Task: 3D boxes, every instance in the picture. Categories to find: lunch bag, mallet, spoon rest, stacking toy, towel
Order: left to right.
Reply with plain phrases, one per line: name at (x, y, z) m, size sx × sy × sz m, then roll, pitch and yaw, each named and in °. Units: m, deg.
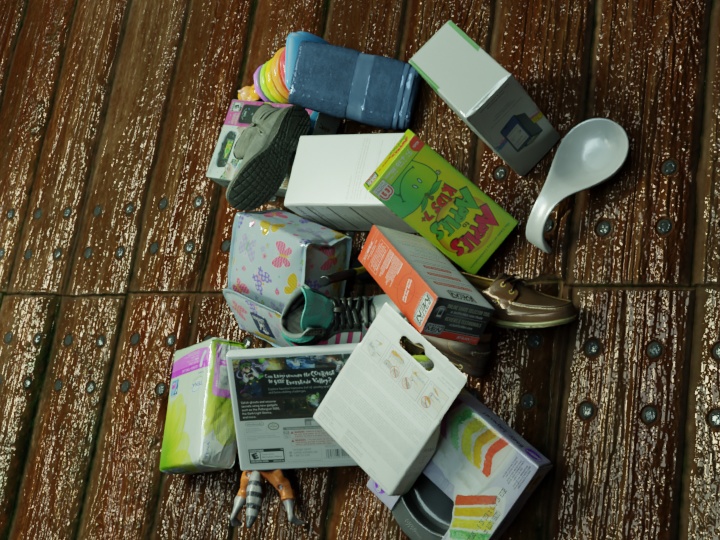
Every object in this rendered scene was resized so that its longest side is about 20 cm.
stacking toy at (-0.138, -0.319, 1.782) m, size 0.199 × 0.116 × 0.110 m, roll -12°, pitch 71°, yaw 44°
lunch bag at (-0.117, 0.025, 1.606) m, size 0.169 × 0.127 × 0.201 m, roll 24°, pitch 114°, yaw 37°
towel at (-0.010, -0.290, 1.657) m, size 0.199 × 0.049 × 0.112 m, roll 14°, pitch 81°, yaw 1°
mallet at (0.000, 0.000, 1.513) m, size 0.065 × 0.200 × 0.041 m, roll -13°, pitch 92°, yaw 18°
spoon rest at (0.293, -0.122, 1.445) m, size 0.099 × 0.061 × 0.201 m, roll 34°, pitch 94°, yaw 36°

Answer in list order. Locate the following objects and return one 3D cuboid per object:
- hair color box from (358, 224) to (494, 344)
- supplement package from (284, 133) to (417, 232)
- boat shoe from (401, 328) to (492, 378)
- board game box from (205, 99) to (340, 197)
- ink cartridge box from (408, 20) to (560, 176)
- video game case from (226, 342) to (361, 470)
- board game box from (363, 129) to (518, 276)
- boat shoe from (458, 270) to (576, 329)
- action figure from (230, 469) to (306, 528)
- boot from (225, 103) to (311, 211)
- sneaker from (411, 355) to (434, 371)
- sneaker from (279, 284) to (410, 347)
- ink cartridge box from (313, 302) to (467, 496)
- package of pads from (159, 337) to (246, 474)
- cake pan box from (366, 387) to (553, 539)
hair color box at (0.086, 0.017, 1.427) m, size 0.061 × 0.101 × 0.200 m, roll -65°, pitch 34°, yaw 19°
supplement package at (0.003, -0.132, 1.598) m, size 0.199 × 0.117 × 0.118 m, roll 4°, pitch 74°, yaw 33°
boat shoe at (0.097, 0.096, 1.483) m, size 0.199 × 0.070 × 0.071 m, roll 20°, pitch 109°, yaw 43°
board game box at (-0.147, -0.203, 1.755) m, size 0.199 × 0.064 × 0.148 m, roll 11°, pitch 79°, yaw 34°
ink cartridge box at (0.177, -0.238, 1.476) m, size 0.087 × 0.200 × 0.145 m, roll -44°, pitch 54°, yaw 7°
video game case at (-0.079, 0.192, 1.470) m, size 0.199 × 0.023 × 0.183 m, roll -3°, pitch 109°, yaw 4°
board game box at (0.113, -0.094, 1.471) m, size 0.102 × 0.200 × 0.048 m, roll -50°, pitch 17°, yaw 6°
boat shoe at (0.197, 0.038, 1.429) m, size 0.199 × 0.072 × 0.068 m, roll 6°, pitch 104°, yaw 36°
action figure at (-0.120, 0.276, 1.541) m, size 0.199 × 0.104 × 0.195 m, roll -9°, pitch 78°, yaw 33°
boot at (-0.165, -0.179, 1.663) m, size 0.130 × 0.068 × 0.201 m, roll 9°, pitch 62°, yaw 55°
sneaker at (0.033, 0.172, 1.495) m, size 0.199 × 0.075 × 0.106 m, roll -1°, pitch 96°, yaw 53°
sneaker at (-0.033, 0.060, 1.459) m, size 0.199 × 0.121 × 0.084 m, roll -21°, pitch 56°, yaw 24°
ink cartridge box at (0.045, 0.168, 1.374) m, size 0.161 × 0.050 × 0.201 m, roll 42°, pitch 110°, yaw 28°
package of pads at (-0.243, 0.212, 1.631) m, size 0.154 × 0.068 × 0.201 m, roll -21°, pitch 60°, yaw 53°
cake pan box at (0.123, 0.271, 1.379) m, size 0.184 × 0.052 × 0.201 m, roll 42°, pitch 110°, yaw 28°
